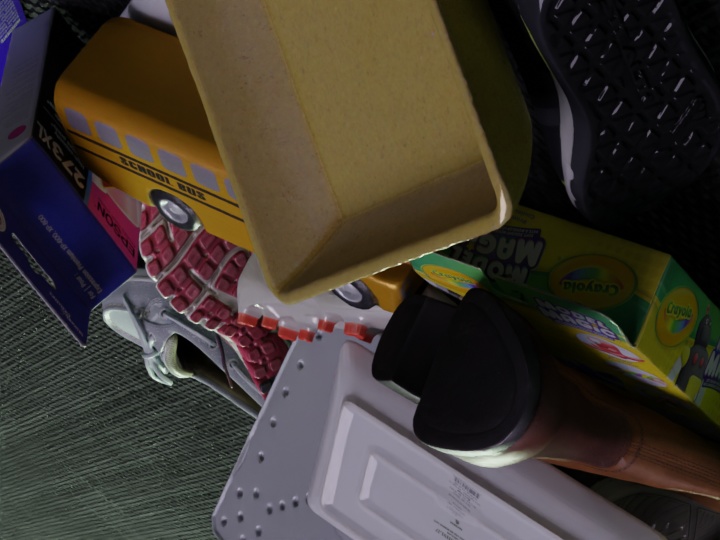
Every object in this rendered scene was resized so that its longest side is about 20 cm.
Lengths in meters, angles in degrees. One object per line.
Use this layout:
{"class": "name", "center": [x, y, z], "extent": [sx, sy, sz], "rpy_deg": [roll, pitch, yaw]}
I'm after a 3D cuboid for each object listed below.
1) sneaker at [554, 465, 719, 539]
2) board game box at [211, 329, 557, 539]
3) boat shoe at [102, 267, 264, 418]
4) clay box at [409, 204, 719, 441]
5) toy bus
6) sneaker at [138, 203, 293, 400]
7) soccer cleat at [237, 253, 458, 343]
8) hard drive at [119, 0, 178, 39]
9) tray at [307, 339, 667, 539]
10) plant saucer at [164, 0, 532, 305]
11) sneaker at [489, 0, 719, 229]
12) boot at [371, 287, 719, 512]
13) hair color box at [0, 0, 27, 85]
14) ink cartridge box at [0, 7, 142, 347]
{"class": "sneaker", "center": [0.177, 0.115, 1.004], "extent": [0.199, 0.075, 0.107], "rpy_deg": [27, -153, -35]}
{"class": "board game box", "center": [0.012, 0.115, 1.016], "extent": [0.026, 0.201, 0.200], "rpy_deg": [10, -156, -42]}
{"class": "boat shoe", "center": [-0.097, 0.057, 1.242], "extent": [0.201, 0.065, 0.075], "rpy_deg": [24, 153, 26]}
{"class": "clay box", "center": [0.106, 0.019, 0.858], "extent": [0.114, 0.048, 0.200], "rpy_deg": [20, 170, 31]}
{"class": "toy bus", "center": [-0.049, -0.053, 0.919], "extent": [0.199, 0.065, 0.079], "rpy_deg": [24, 152, 26]}
{"class": "sneaker", "center": [-0.072, 0.009, 1.116], "extent": [0.201, 0.080, 0.075], "rpy_deg": [59, 178, -27]}
{"class": "soccer cleat", "center": [0.000, 0.000, 0.979], "extent": [0.069, 0.078, 0.199], "rpy_deg": [20, 171, -35]}
{"class": "hard drive", "center": [-0.061, -0.100, 0.960], "extent": [0.132, 0.027, 0.200], "rpy_deg": [40, 156, -9]}
{"class": "tray", "center": [0.051, 0.125, 0.912], "extent": [0.199, 0.022, 0.108], "rpy_deg": [31, 123, 29]}
{"class": "plant saucer", "center": [-0.007, -0.100, 0.779], "extent": [0.200, 0.048, 0.201], "rpy_deg": [-20, 89, 60]}
{"class": "sneaker", "center": [0.093, -0.097, 0.746], "extent": [0.083, 0.071, 0.200], "rpy_deg": [62, 177, 35]}
{"class": "boot", "center": [0.113, 0.081, 0.815], "extent": [0.199, 0.069, 0.188], "rpy_deg": [26, 172, -12]}
{"class": "hair color box", "center": [-0.250, -0.142, 1.087], "extent": [0.109, 0.065, 0.200], "rpy_deg": [25, 155, 21]}
{"class": "ink cartridge box", "center": [-0.154, -0.054, 0.992], "extent": [0.037, 0.201, 0.095], "rpy_deg": [-26, 121, 15]}
